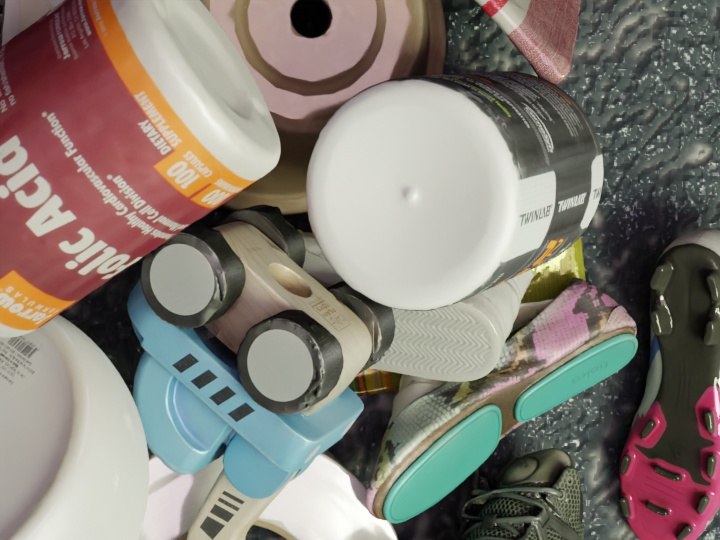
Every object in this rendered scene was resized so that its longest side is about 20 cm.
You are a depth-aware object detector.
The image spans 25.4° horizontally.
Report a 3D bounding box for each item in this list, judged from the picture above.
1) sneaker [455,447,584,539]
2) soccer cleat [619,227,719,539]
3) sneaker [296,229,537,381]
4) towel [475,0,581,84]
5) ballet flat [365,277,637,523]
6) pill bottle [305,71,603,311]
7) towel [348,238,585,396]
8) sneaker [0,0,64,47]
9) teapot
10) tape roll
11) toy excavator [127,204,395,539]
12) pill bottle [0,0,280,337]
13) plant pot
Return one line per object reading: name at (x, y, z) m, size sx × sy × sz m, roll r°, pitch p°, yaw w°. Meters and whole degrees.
sneaker at (0.070, 0.158, 0.897) m, size 0.076 × 0.199 × 0.115 m, roll -3°, pitch 84°, yaw 33°
soccer cleat at (0.206, 0.070, 0.962) m, size 0.070 × 0.086 × 0.201 m, roll 16°, pitch 113°, yaw 30°
sneaker at (0.000, 0.000, 0.909) m, size 0.199 × 0.116 × 0.074 m, roll 12°, pitch 124°, yaw 18°
towel at (0.046, -0.194, 0.884) m, size 0.200 × 0.144 × 0.023 m, roll 44°, pitch 113°, yaw -9°
ballet flat at (0.069, 0.068, 0.920) m, size 0.200 × 0.069 × 0.071 m, roll -33°, pitch 58°, yaw -20°
pill bottle at (0.059, -0.046, 0.798) m, size 0.106 × 0.200 × 0.107 m, roll 4°, pitch 99°, yaw 23°
towel at (0.041, 0.027, 0.953) m, size 0.199 × 0.018 × 0.087 m, roll -8°, pitch 95°, yaw -10°
sneaker at (-0.142, -0.108, 0.798) m, size 0.093 × 0.070 × 0.201 m, roll -1°, pitch 120°, yaw -22°
teapot at (-0.189, 0.119, 0.806) m, size 0.196 × 0.146 × 0.201 m, roll -12°, pitch 54°, yaw 9°
tape roll at (-0.076, 0.186, 0.914) m, size 0.201 × 0.071 × 0.204 m, roll -1°, pitch 94°, yaw -10°
toy excavator at (-0.061, 0.095, 0.832) m, size 0.194 × 0.100 × 0.200 m, roll 41°, pitch 113°, yaw 9°
pill bottle at (-0.146, -0.042, 0.723) m, size 0.200 × 0.114 × 0.114 m, roll -33°, pitch 99°, yaw 12°
plant pot at (-0.036, -0.126, 0.853) m, size 0.199 × 0.175 × 0.202 m, roll -1°, pitch 93°, yaw -11°
